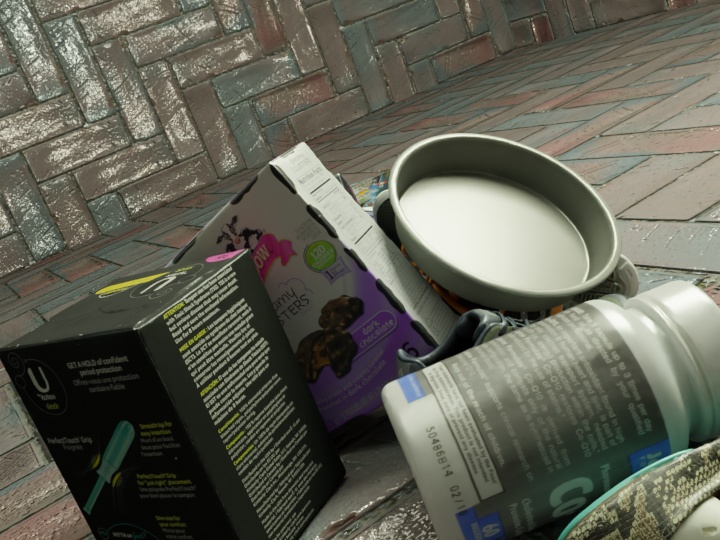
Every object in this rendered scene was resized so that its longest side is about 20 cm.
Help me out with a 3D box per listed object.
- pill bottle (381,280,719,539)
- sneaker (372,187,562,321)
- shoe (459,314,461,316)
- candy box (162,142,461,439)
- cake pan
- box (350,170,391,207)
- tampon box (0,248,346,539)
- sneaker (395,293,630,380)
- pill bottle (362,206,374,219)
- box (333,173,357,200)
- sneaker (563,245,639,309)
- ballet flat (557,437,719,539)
[{"bbox_3d":[0.124,0.086,0.489,0.200,0.114,0.114,-22,16,-2],"label":"pill bottle"},{"bbox_3d":[0.082,-0.011,0.705,0.200,0.078,0.077,37,37,26],"label":"sneaker"},{"bbox_3d":[0.105,0.058,0.735,0.070,0.053,0.200,22,28,3],"label":"shoe"},{"bbox_3d":[-0.046,0.027,0.656,0.168,0.200,0.072,-40,5,28],"label":"candy box"},{"bbox_3d":[0.117,-0.041,0.673,0.200,0.037,0.200,8,44,-8],"label":"cake pan"},{"bbox_3d":[-0.001,-0.129,1.492,0.137,0.038,0.200,-18,16,11],"label":"box"},{"bbox_3d":[-0.131,0.107,0.587,0.150,0.200,0.126,-10,19,33],"label":"tampon box"},{"bbox_3d":[0.115,0.060,0.576,0.200,0.081,0.074,-25,18,-15],"label":"sneaker"},{"bbox_3d":[0.000,0.000,0.810,0.111,0.111,0.200,-17,17,13],"label":"pill bottle"},{"bbox_3d":[-0.044,-0.044,1.034,0.106,0.122,0.200,-22,1,4],"label":"box"},{"bbox_3d":[0.165,-0.012,0.770,0.200,0.078,0.099,23,15,16],"label":"sneaker"},{"bbox_3d":[0.195,0.116,0.407,0.200,0.068,0.075,-25,32,-20],"label":"ballet flat"}]
